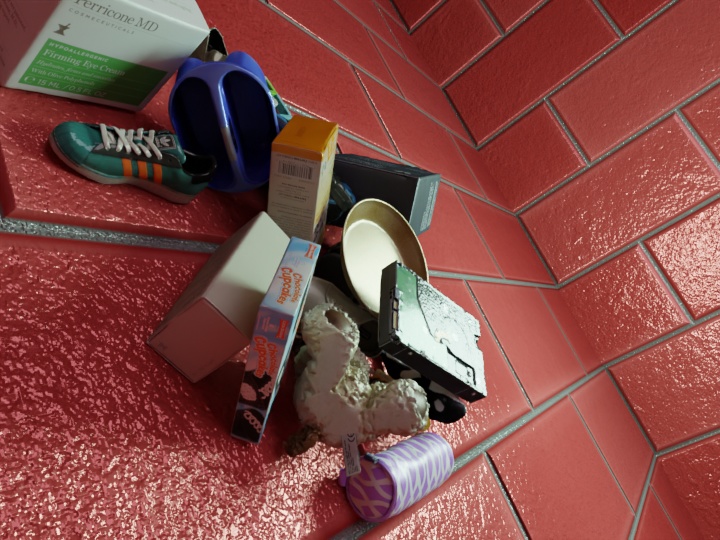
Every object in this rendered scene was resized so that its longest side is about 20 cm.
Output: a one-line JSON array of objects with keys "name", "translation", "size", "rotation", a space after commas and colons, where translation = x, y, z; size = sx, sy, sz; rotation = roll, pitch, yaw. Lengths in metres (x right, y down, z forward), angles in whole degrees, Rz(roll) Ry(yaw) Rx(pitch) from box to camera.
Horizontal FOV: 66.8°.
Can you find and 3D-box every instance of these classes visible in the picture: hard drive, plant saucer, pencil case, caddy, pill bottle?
[{"name": "hard drive", "translation": [0.106, 0.091, 0.797], "size": [0.199, 0.038, 0.141], "rotation": [35, 40, -31]}, {"name": "plant saucer", "translation": [0.032, -0.009, 0.835], "size": [0.199, 0.035, 0.203], "rotation": [23, 58, -42]}, {"name": "pencil case", "translation": [0.055, 0.275, 0.745], "size": [0.199, 0.085, 0.085], "rotation": [11, 85, -56]}, {"name": "caddy", "translation": [-0.185, -0.203, 0.766], "size": [0.201, 0.139, 0.106], "rotation": [84, -6, -46]}, {"name": "pill bottle", "translation": [0.000, 0.000, 0.924], "size": [0.113, 0.111, 0.200], "rotation": [58, 26, 5]}]

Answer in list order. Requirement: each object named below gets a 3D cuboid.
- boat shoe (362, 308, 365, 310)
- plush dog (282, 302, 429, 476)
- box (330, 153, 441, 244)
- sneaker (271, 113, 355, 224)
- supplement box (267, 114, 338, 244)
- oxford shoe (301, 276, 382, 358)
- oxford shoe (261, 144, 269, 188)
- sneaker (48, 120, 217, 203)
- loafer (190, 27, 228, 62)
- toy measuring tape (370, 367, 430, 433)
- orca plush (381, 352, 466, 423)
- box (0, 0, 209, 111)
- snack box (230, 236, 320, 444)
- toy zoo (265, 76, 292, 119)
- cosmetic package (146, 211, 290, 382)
[{"name": "boat shoe", "translation": [0.056, 0.080, 0.970], "size": [0.075, 0.073, 0.200], "rotation": [59, 26, 6]}, {"name": "plush dog", "translation": [-0.030, 0.146, 0.698], "size": [0.200, 0.161, 0.172], "rotation": [44, 3, -8]}, {"name": "box", "translation": [0.027, -0.140, 1.008], "size": [0.194, 0.119, 0.200], "rotation": [15, 16, 16]}, {"name": "sneaker", "translation": [-0.096, -0.162, 0.880], "size": [0.201, 0.082, 0.073], "rotation": [51, 12, -8]}, {"name": "supplement box", "translation": [-0.087, -0.106, 0.801], "size": [0.073, 0.202, 0.127], "rotation": [12, 34, 2]}, {"name": "oxford shoe", "translation": [-0.037, 0.067, 0.795], "size": [0.199, 0.076, 0.058], "rotation": [33, 2, -20]}, {"name": "oxford shoe", "translation": [-0.118, -0.170, 0.972], "size": [0.199, 0.072, 0.085], "rotation": [-17, 77, -51]}, {"name": "sneaker", "translation": [-0.266, -0.145, 0.667], "size": [0.199, 0.080, 0.072], "rotation": [13, 48, -54]}, {"name": "loafer", "translation": [-0.249, -0.340, 0.935], "size": [0.075, 0.069, 0.202], "rotation": [10, 52, -56]}, {"name": "toy measuring tape", "translation": [0.014, 0.181, 0.809], "size": [0.199, 0.074, 0.074], "rotation": [34, 25, 8]}, {"name": "orca plush", "translation": [0.072, 0.185, 0.858], "size": [0.200, 0.071, 0.106], "rotation": [40, -26, 35]}, {"name": "box", "translation": [-0.336, -0.334, 0.660], "size": [0.201, 0.171, 0.198], "rotation": [60, 26, 9]}, {"name": "snack box", "translation": [-0.092, 0.077, 0.586], "size": [0.037, 0.201, 0.117], "rotation": [17, 37, -3]}, {"name": "toy zoo", "translation": [-0.174, -0.303, 1.076], "size": [0.201, 0.020, 0.131], "rotation": [58, 26, 4]}, {"name": "cosmetic package", "translation": [-0.153, 0.023, 0.645], "size": [0.073, 0.103, 0.201], "rotation": [46, 28, -19]}]
